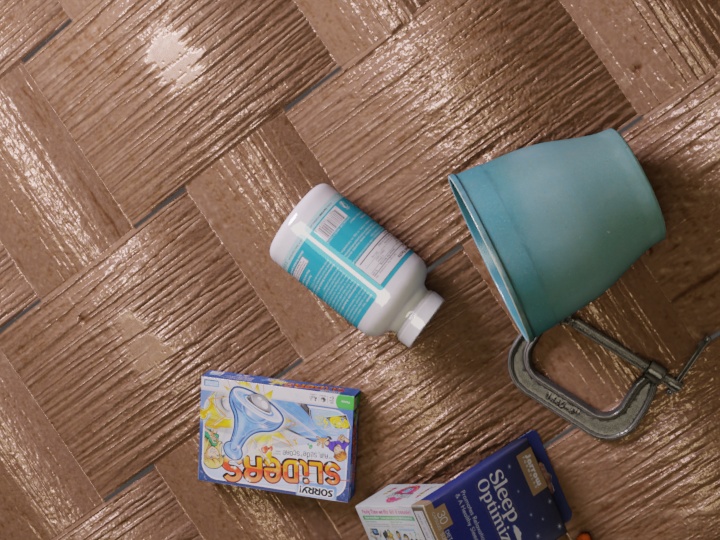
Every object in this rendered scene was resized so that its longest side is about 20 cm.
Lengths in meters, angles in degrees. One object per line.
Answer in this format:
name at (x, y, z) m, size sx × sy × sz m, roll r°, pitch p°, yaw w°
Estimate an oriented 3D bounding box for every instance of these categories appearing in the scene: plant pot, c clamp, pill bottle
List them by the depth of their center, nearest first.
plant pot at (0.220, -0.055, 1.462) m, size 0.186 × 0.200 × 0.202 m, roll -27°, pitch 93°, yaw 2°
c clamp at (0.276, 0.104, 1.556) m, size 0.198 × 0.027 × 0.173 m, roll 26°, pitch 110°, yaw 7°
pill bottle at (0.000, 0.000, 1.561) m, size 0.199 × 0.111 × 0.111 m, roll 39°, pitch 107°, yaw 5°

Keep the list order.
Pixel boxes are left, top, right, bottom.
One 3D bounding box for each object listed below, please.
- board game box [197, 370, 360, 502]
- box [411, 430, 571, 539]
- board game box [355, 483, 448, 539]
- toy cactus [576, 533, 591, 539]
board game box at (-0.101, 0.204, 1.664) m, size 0.197 × 0.034 × 0.137 m, roll 5°, pitch 101°, yaw 14°
box at (0.161, 0.276, 1.541) m, size 0.032 × 0.199 × 0.122 m, roll -18°, pitch 98°, yaw 58°
board game box at (0.087, 0.355, 1.586) m, size 0.147 × 0.064 × 0.202 m, roll -16°, pitch 99°, yaw 61°
toy cactus at (0.239, 0.402, 1.596) m, size 0.198 × 0.103 × 0.167 m, roll -16°, pitch 114°, yaw 14°
